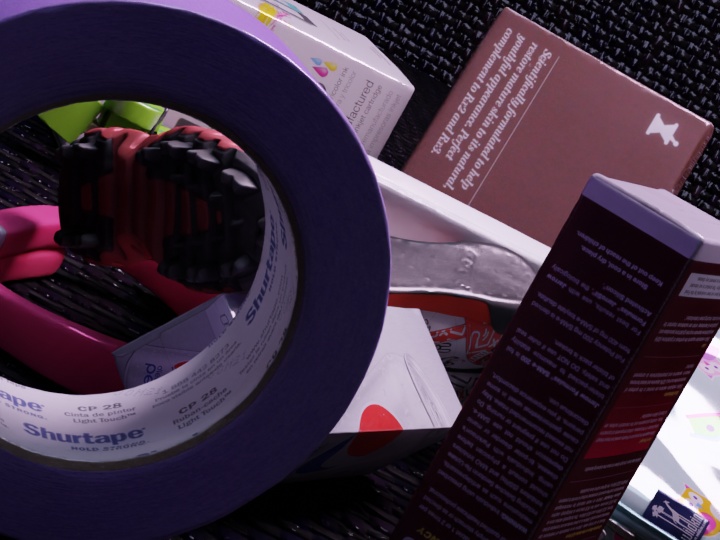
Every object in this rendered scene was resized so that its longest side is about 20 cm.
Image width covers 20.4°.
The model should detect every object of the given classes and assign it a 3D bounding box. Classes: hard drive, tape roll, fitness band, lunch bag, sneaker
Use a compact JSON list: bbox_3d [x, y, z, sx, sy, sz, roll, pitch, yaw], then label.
[{"bbox_3d":[0.000,0.000,1.105,0.200,0.132,0.026,26,38,-29],"label":"hard drive"},{"bbox_3d":[-0.093,-0.005,0.711,0.200,0.200,0.066,25,12,-21],"label":"tape roll"},{"bbox_3d":[-0.117,0.019,0.974,0.144,0.037,0.200,32,12,10],"label":"fitness band"},{"bbox_3d":[0.140,0.087,1.042,0.160,0.077,0.200,34,37,5],"label":"lunch bag"},{"bbox_3d":[-0.010,0.027,1.056,0.201,0.108,0.067,10,41,-27],"label":"sneaker"},{"bbox_3d":[-0.062,-0.030,0.903,0.098,0.071,0.200,0,5,-30],"label":"sneaker"}]

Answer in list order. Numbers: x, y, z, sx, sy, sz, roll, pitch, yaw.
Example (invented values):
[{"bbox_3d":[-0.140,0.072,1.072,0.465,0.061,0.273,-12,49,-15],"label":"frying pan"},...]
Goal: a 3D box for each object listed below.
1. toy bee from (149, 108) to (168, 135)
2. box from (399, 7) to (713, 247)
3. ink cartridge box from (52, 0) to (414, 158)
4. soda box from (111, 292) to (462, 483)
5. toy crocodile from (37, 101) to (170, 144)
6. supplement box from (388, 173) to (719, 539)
[{"bbox_3d":[-0.101,-0.043,1.193,0.200,0.109,0.131,45,-16,15],"label":"toy bee"},{"bbox_3d":[0.122,-0.047,1.388,0.164,0.166,0.200,31,-11,7],"label":"box"},{"bbox_3d":[-0.097,-0.124,1.381,0.200,0.147,0.146,24,13,-22],"label":"ink cartridge box"},{"bbox_3d":[-0.026,0.056,0.909,0.200,0.063,0.068,8,57,-64],"label":"soda box"},{"bbox_3d":[-0.120,-0.068,1.277,0.200,0.068,0.062,26,11,-17],"label":"toy crocodile"},{"bbox_3d":[0.095,0.060,0.896,0.061,0.200,0.109,32,11,23],"label":"supplement box"}]
